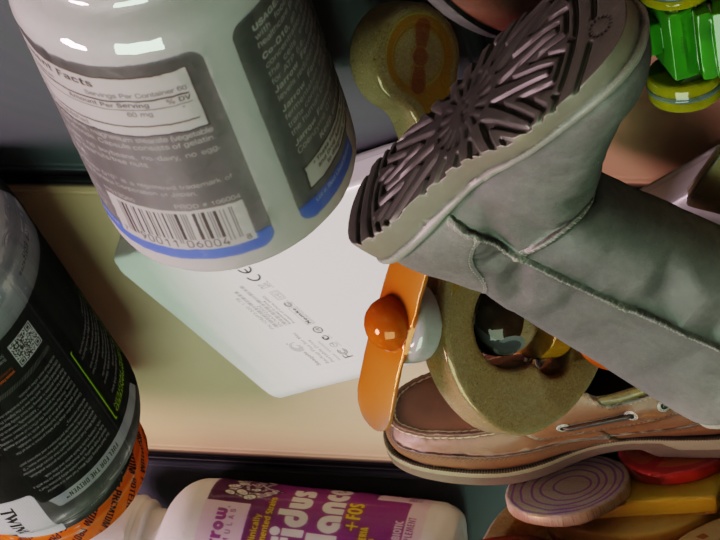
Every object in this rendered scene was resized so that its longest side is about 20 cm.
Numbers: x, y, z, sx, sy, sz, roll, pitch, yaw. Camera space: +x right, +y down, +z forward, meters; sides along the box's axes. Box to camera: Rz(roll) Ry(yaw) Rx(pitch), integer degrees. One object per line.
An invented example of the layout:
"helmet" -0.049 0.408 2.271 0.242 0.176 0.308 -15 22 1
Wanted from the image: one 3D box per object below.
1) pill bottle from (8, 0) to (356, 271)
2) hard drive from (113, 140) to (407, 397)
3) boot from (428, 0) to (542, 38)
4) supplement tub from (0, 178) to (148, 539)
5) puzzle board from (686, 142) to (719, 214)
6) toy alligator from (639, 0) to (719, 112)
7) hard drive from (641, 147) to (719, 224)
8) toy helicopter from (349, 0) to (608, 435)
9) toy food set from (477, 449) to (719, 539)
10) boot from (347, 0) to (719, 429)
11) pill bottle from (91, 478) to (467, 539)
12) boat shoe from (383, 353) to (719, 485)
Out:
"pill bottle" -0.076 -0.100 1.100 0.114 0.114 0.200 1 144 15
"hard drive" 0.000 0.000 1.299 0.200 0.026 0.132 -17 137 35
"boot" 0.104 -0.158 0.991 0.200 0.068 0.188 2 133 29
"supplement tub" -0.184 0.048 1.339 0.123 0.123 0.200 -3 143 21
"puzzle board" 0.243 -0.035 1.083 0.200 0.017 0.151 13 160 -4
"toy alligator" 0.173 -0.105 1.075 0.200 0.054 0.059 -6 125 10
"hard drive" 0.224 -0.029 1.176 0.132 0.026 0.200 30 142 -25
"toy helicopter" 0.039 -0.018 1.166 0.079 0.132 0.200 10 128 58
"toy food set" 0.147 0.122 1.302 0.198 0.200 0.049 -5 115 18
"boot" 0.119 -0.016 1.083 0.200 0.073 0.182 29 142 -20
"pill bottle" -0.047 0.171 1.486 0.200 0.112 0.112 5 145 9
"boat shoe" 0.103 0.052 1.314 0.200 0.072 0.068 -9 138 13
